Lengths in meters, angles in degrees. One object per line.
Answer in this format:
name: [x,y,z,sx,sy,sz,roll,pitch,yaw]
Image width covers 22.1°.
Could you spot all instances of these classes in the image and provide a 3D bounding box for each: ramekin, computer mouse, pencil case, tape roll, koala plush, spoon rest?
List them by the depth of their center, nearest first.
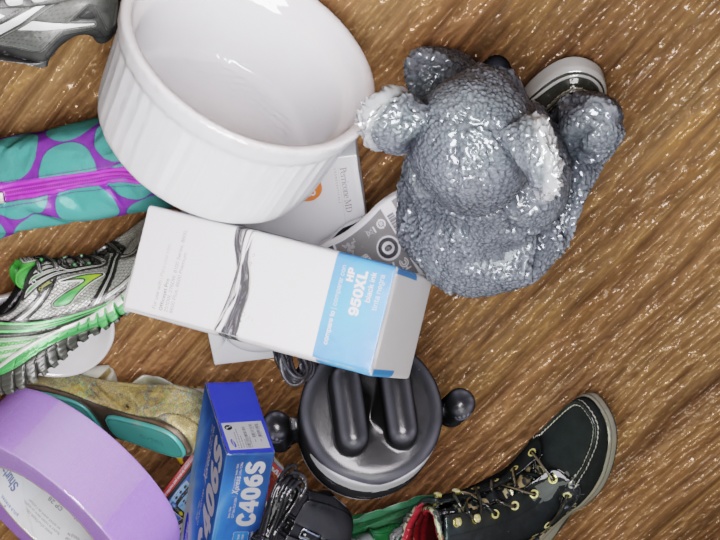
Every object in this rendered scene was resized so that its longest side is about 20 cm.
koala plush: [0.088,-0.081,1.334,0.176,0.186,0.200,17,173,12]
ramekin: [-0.097,-0.130,1.355,0.199,0.202,0.098,20,133,-16]
pencil case: [-0.225,-0.074,1.436,0.198,0.092,0.086,-10,105,18]
computer mouse: [0.000,0.000,1.479,0.199,0.044,0.110,-31,88,13]
computer mouse: [-0.055,0.247,1.540,0.046,0.141,0.200,25,170,17]
spoon rest: [-0.305,0.036,1.558,0.198,0.061,0.100,20,123,-16]
tape roll: [-0.253,0.196,1.603,0.199,0.066,0.201,31,150,20]

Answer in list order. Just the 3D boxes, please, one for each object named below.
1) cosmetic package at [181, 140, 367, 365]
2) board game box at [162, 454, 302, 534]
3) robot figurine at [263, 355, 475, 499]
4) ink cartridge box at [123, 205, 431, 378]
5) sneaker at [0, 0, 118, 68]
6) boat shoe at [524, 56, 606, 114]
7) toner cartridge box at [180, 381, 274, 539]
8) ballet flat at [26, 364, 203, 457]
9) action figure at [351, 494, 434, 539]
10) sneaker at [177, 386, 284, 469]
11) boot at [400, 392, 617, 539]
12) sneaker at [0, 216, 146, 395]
cosmetic package: [-0.065,-0.019,1.531,0.149,0.052,0.202,-8,128,1]
board game box: [-0.132,0.223,1.636,0.103,0.019,0.200,42,128,6]
robot figurine: [0.006,0.127,1.566,0.149,0.125,0.200,31,167,5]
ink cartridge box: [-0.060,0.017,1.392,0.198,0.145,0.085,14,89,13]
sneaker: [-0.270,-0.188,1.381,0.198,0.067,0.091,-10,126,3]
boat shoe: [0.142,-0.078,1.481,0.070,0.064,0.201,17,125,-15]
toner cartridge box: [-0.115,0.201,1.540,0.043,0.095,0.202,1,123,-17]
ballet flat: [-0.216,0.115,1.612,0.198,0.071,0.071,9,134,29]
action figure: [0.024,0.255,1.707,0.198,0.055,0.119,-17,131,-27]
sneaker: [-0.117,0.190,1.665,0.075,0.091,0.200,-29,124,20]
boot: [0.133,0.199,1.652,0.153,0.074,0.204,-8,141,-38]
sneaker: [-0.235,0.013,1.504,0.199,0.078,0.086,-37,105,-12]
